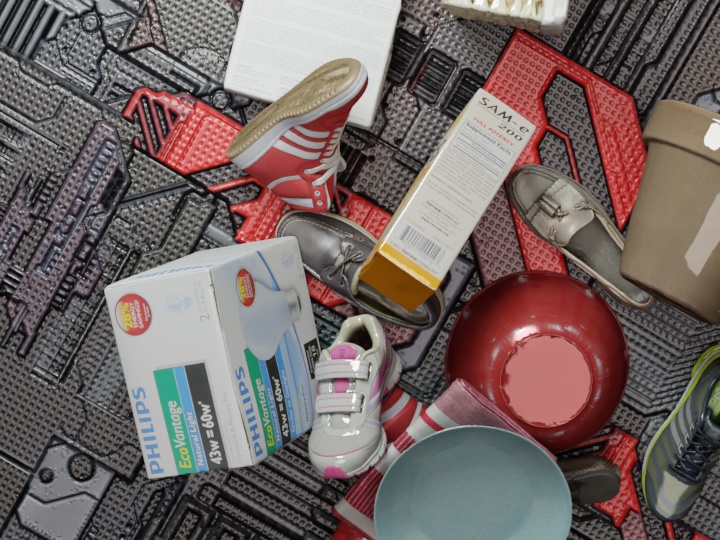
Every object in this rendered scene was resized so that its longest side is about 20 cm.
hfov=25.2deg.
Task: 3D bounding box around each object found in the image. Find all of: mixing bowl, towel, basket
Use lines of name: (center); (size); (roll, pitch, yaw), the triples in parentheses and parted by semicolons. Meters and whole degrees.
mixing bowl: (0.188, 0.104, 1.672); (0.198, 0.108, 0.203); (0, 95, 1)
towel: (0.085, 0.219, 1.640); (0.144, 0.023, 0.200); (39, 107, -16)
basket: (0.152, -0.308, 1.585); (0.122, 0.200, 0.137); (9, 96, 5)

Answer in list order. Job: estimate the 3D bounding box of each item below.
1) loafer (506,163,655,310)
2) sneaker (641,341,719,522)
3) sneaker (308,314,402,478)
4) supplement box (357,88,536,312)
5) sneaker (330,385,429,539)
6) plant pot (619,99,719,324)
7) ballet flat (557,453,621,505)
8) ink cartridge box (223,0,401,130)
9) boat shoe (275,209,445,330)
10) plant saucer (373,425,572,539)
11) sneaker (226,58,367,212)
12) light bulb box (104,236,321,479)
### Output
loafer: (0.236, -0.036, 1.677); (0.200, 0.063, 0.072); (43, 96, -4)
sneaker: (0.355, 0.173, 1.689); (0.073, 0.081, 0.202); (21, 96, -1)
sneaker: (-0.014, 0.123, 1.630); (0.080, 0.201, 0.089); (-6, 130, 17)
supplement box: (0.085, -0.069, 1.616); (0.073, 0.126, 0.201); (33, 75, -2)
sneaker: (0.003, 0.214, 1.705); (0.112, 0.071, 0.200); (41, 88, -7)
plant pot: (0.343, -0.048, 1.599); (0.199, 0.200, 0.176); (28, 91, -2)
ballet flat: (0.179, 0.224, 1.720); (0.198, 0.047, 0.068); (-7, 127, 7)
ink cartridge box: (-0.040, -0.263, 1.668); (0.161, 0.057, 0.202); (15, 92, -1)
boat shoe: (0.000, 0.000, 1.684); (0.199, 0.065, 0.072); (33, 97, -2)
plant saucer: (0.112, 0.236, 1.615); (0.199, 0.039, 0.203); (0, 114, 0)
sneaker: (-0.035, -0.131, 1.623); (0.112, 0.072, 0.199); (42, 137, -20)
light bulb box: (-0.137, 0.083, 1.616); (0.124, 0.200, 0.200); (-10, 97, 23)
